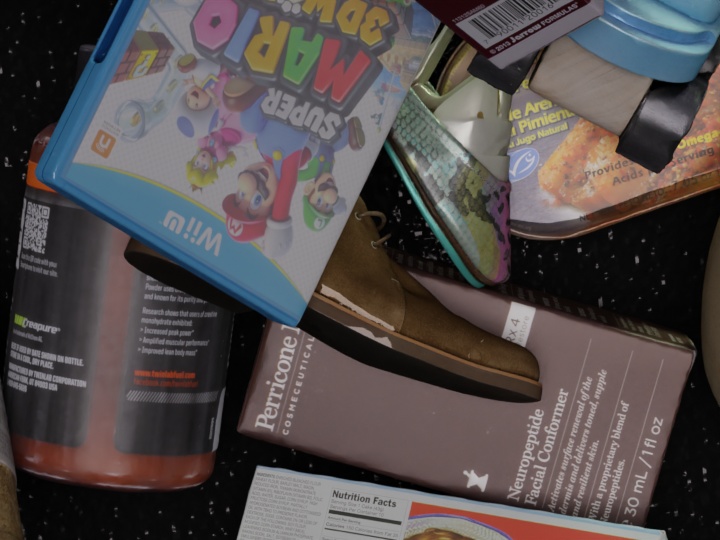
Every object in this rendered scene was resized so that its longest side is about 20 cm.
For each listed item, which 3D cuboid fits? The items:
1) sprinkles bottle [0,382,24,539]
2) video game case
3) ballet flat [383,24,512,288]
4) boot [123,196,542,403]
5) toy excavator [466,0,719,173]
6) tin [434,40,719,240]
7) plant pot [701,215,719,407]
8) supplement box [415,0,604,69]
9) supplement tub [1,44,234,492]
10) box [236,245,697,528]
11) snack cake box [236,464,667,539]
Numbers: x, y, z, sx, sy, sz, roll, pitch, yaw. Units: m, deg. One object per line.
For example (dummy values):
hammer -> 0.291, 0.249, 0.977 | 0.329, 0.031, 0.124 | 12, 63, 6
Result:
sprinkles bottle -> -0.195, 0.060, 1.282 | 0.068, 0.068, 0.200 | -17, 55, 3
video game case -> -0.038, -0.095, 1.179 | 0.143, 0.018, 0.200 | 32, 79, -37
ballet flat -> 0.024, -0.089, 1.291 | 0.071, 0.069, 0.200 | -38, 80, 9
boot -> 0.000, 0.000, 1.254 | 0.200, 0.074, 0.076 | 25, 75, -12
toy excavator -> 0.149, -0.172, 1.249 | 0.100, 0.195, 0.200 | 29, 123, 0
tin -> 0.131, -0.086, 1.333 | 0.200, 0.042, 0.112 | -18, 98, 4
plant pot -> 0.233, 0.022, 1.281 | 0.200, 0.200, 0.134 | 42, 133, -2
supplement box -> 0.017, -0.183, 1.146 | 0.061, 0.109, 0.200 | -26, 133, 35
supplement tub -> -0.108, -0.003, 1.311 | 0.107, 0.107, 0.201 | 8, 96, 1
box -> 0.050, 0.052, 1.330 | 0.199, 0.075, 0.100 | 15, 96, 2
snack cake box -> 0.037, 0.167, 1.298 | 0.199, 0.067, 0.115 | 9, 68, 17
